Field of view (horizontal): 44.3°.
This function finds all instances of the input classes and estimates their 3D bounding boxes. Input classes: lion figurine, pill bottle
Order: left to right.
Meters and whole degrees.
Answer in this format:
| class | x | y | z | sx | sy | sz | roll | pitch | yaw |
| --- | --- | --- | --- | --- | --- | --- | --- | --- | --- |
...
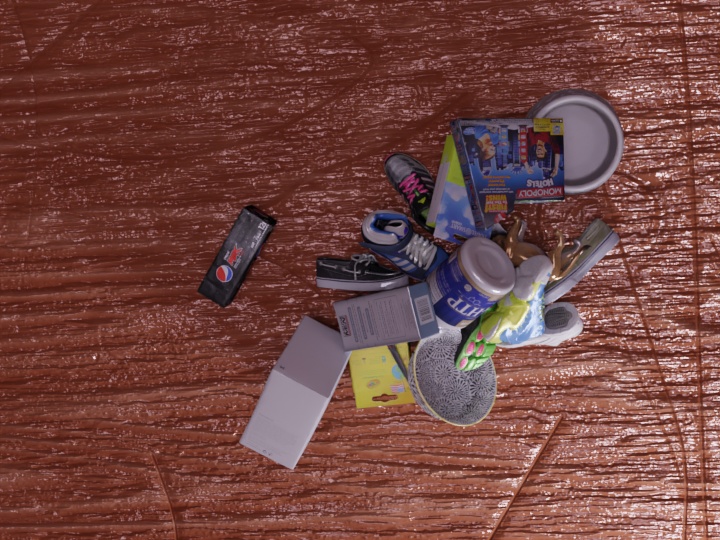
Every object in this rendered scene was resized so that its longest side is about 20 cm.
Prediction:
| class | x | y | z | sx | sy | sz | roll | pitch | yaw |
| --- | --- | --- | --- | --- | --- | --- | --- | --- | --- |
| pill bottle | 0.180 | 0.039 | 1.630 | 0.120 | 0.120 | 0.200 | 43 | 132 | -2 |
| lion figurine | 0.316 | -0.025 | 1.641 | 0.199 | 0.072 | 0.123 | 21 | 91 | 27 |

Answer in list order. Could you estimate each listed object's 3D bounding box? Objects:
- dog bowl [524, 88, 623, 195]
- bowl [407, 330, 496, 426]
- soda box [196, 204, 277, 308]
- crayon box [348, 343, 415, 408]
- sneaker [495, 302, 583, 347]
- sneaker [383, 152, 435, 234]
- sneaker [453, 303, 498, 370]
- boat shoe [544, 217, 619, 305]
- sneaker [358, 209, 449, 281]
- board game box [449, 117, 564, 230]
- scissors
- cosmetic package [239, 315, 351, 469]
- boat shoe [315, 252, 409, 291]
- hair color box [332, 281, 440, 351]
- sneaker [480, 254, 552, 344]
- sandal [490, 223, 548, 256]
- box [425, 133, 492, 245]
| class | x | y | z | sx | sy | sz | roll | pitch | yaw |
| --- | --- | --- | --- | --- | --- | --- | --- | --- | --- |
| dog bowl | 0.397 | -0.239 | 1.653 | 0.199 | 0.059 | 0.201 | 2 | 101 | 8 |
| bowl | 0.161 | 0.212 | 1.729 | 0.201 | 0.201 | 0.094 | 53 | 143 | -4 |
| soda box | -0.247 | -0.029 | 1.772 | 0.071 | 0.063 | 0.201 | 32 | 102 | 1 |
| crayon box | 0.039 | 0.170 | 1.778 | 0.126 | 0.051 | 0.201 | -6 | 99 | 9 |
| sneaker | 0.339 | 0.121 | 1.717 | 0.199 | 0.099 | 0.078 | -8 | 62 | 30 |
| sneaker | 0.116 | -0.142 | 1.691 | 0.074 | 0.087 | 0.200 | -36 | 94 | 12 |
| sneaker | 0.223 | 0.099 | 1.713 | 0.077 | 0.084 | 0.201 | 28 | 76 | -34 |
| boat shoe | 0.402 | -0.017 | 1.676 | 0.200 | 0.072 | 0.062 | -43 | 88 | -10 |
| sneaker | 0.093 | -0.048 | 1.676 | 0.199 | 0.147 | 0.081 | 26 | 78 | 5 |
| board game box | 0.266 | -0.173 | 1.605 | 0.199 | 0.062 | 0.201 | -1 | 93 | -8 |
| scissors | 0.048 | 0.136 | 1.739 | 0.073 | 0.014 | 0.201 | -11 | 100 | 8 |
| cosmetic package | -0.118 | 0.233 | 1.708 | 0.122 | 0.200 | 0.201 | 25 | 121 | 2 |
| boat shoe | 0.001 | -0.001 | 1.726 | 0.198 | 0.073 | 0.068 | 3 | 102 | 33 |
| hair color box | 0.046 | 0.088 | 1.646 | 0.199 | 0.060 | 0.100 | -14 | 90 | 44 |
| sneaker | 0.310 | 0.060 | 1.626 | 0.105 | 0.076 | 0.200 | 21 | 124 | -24 |
| sandal | 0.297 | -0.028 | 1.711 | 0.200 | 0.043 | 0.076 | 35 | 103 | 0 |
| box | 0.199 | -0.142 | 1.651 | 0.121 | 0.048 | 0.201 | 17 | 82 | -21 |
